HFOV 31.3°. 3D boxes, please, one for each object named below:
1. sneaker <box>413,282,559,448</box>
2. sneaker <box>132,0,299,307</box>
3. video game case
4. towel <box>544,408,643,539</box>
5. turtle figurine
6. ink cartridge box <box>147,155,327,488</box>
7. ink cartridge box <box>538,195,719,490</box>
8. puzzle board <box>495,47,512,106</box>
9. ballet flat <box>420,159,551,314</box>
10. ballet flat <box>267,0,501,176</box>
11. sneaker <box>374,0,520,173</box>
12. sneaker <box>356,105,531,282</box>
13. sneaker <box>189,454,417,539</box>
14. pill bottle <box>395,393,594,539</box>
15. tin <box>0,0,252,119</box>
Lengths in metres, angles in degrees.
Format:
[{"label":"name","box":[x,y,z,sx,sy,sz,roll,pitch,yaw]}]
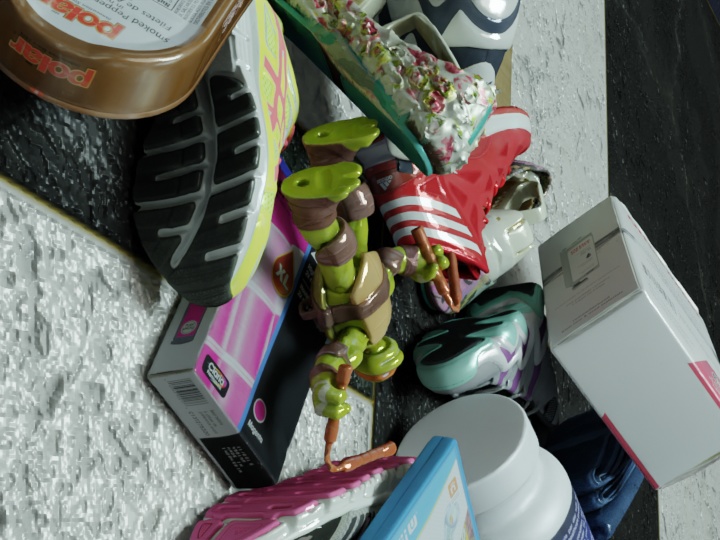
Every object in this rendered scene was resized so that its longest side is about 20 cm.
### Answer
[{"label":"sneaker","box":[0.108,0.097,0.960,0.200,0.077,0.142,-27,105,-61]},{"label":"sneaker","box":[-0.064,-0.074,0.689,0.090,0.077,0.203,34,52,-56]},{"label":"video game case","box":[0.038,0.217,0.724,0.143,0.018,0.202,-47,130,-46]},{"label":"towel","box":[0.176,0.160,1.036,0.049,0.111,0.200,61,30,-5]},{"label":"turtle figurine","box":[0.000,0.000,0.726,0.200,0.064,0.163,-53,139,-46]},{"label":"ink cartridge box","box":[-0.053,0.014,0.731,0.095,0.037,0.201,58,33,-36]},{"label":"ink cartridge box","box":[0.213,0.050,0.999,0.147,0.082,0.200,51,18,-15]},{"label":"puzzle board","box":[0.079,-0.193,1.058,0.200,0.017,0.153,36,52,-53]},{"label":"ballet flat","box":[0.107,-0.036,1.005,0.200,0.070,0.070,-54,133,-53]},{"label":"ballet flat","box":[0.004,-0.131,0.739,0.200,0.064,0.076,47,-7,23]},{"label":"sneaker","box":[0.025,-0.134,0.828,0.079,0.199,0.131,-1,111,-35]},{"label":"sneaker","box":[0.071,-0.051,0.933,0.199,0.078,0.117,-15,90,-49]},{"label":"sneaker","box":[-0.019,0.158,0.708,0.199,0.073,0.089,-5,89,-61]},{"label":"pill bottle","box":[0.101,0.190,0.878,0.202,0.114,0.116,65,32,-28]},{"label":"tin","box":[-0.107,-0.151,0.611,0.111,0.042,0.201,26,45,-4]}]
